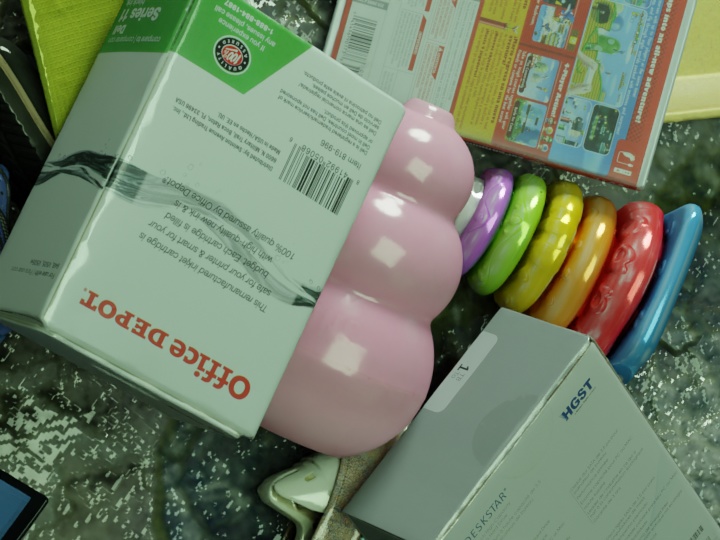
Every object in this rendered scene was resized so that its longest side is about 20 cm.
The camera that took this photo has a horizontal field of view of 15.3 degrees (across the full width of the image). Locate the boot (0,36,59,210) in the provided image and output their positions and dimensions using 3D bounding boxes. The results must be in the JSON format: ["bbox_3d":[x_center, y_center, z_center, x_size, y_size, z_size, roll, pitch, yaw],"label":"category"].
[{"bbox_3d":[-0.128,-0.076,1.478,0.138,0.077,0.200,-44,119,-22],"label":"boot"}]

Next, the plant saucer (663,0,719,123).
[{"bbox_3d":[0.176,-0.188,1.621,0.200,0.048,0.200,-7,92,-24],"label":"plant saucer"}]

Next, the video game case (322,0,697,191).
[{"bbox_3d":[0.086,-0.141,1.546,0.200,0.017,0.143,16,87,3],"label":"video game case"}]

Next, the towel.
[{"bbox_3d":[-0.123,-0.070,1.427,0.086,0.018,0.200,-23,107,-36],"label":"towel"}]

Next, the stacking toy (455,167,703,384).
[{"bbox_3d":[0.088,-0.021,1.561,0.200,0.116,0.110,27,76,-10],"label":"stacking toy"}]

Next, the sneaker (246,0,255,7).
[{"bbox_3d":[-0.106,-0.194,1.466,0.078,0.099,0.200,-35,103,-20],"label":"sneaker"}]

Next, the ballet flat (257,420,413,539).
[{"bbox_3d":[-0.036,0.156,1.515,0.067,0.068,0.200,30,76,-14],"label":"ballet flat"}]

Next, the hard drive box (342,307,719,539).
[{"bbox_3d":[0.106,0.147,1.533,0.156,0.077,0.200,-50,130,-18],"label":"hard drive box"}]

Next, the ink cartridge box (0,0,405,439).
[{"bbox_3d":[-0.088,-0.032,1.394,0.147,0.083,0.200,32,77,-31],"label":"ink cartridge box"}]

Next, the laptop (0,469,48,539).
[{"bbox_3d":[-0.301,0.125,1.375,0.200,0.103,0.177,41,74,-18],"label":"laptop"}]

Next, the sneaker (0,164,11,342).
[{"bbox_3d":[-0.231,-0.049,1.429,0.078,0.075,0.200,-32,111,-23],"label":"sneaker"}]

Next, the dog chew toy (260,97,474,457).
[{"bbox_3d":[0.000,0.000,1.488,0.124,0.125,0.200,24,92,-22],"label":"dog chew toy"}]
